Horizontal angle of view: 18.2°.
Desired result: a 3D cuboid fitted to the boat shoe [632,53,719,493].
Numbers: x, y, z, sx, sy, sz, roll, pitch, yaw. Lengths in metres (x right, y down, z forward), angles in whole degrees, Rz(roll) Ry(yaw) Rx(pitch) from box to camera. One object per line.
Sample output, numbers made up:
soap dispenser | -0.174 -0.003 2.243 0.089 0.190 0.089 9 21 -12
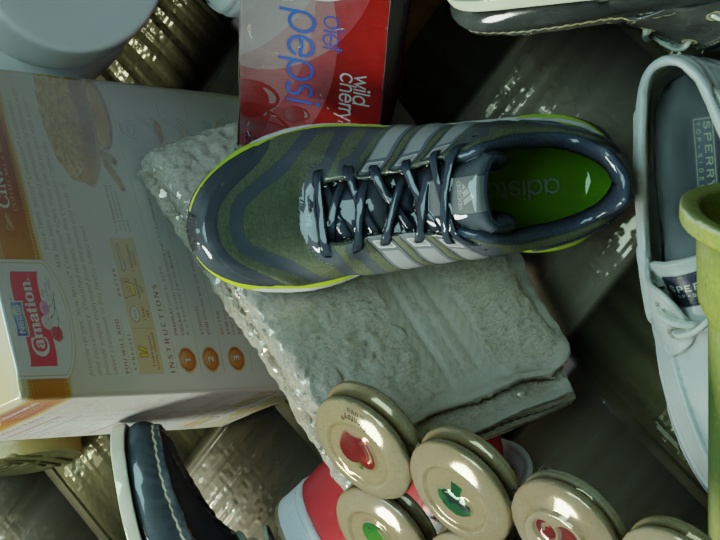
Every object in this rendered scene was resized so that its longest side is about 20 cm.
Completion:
boat shoe | 0.147 0.006 0.966 0.073 0.065 0.201 -16 78 28

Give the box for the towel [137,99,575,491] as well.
towel | 0.000 0.000 1.016 0.200 0.132 0.035 54 148 26

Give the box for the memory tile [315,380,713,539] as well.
memory tile | 0.067 0.132 0.895 0.199 0.017 0.154 21 137 35

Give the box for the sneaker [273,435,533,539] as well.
sneaker | 0.049 0.148 1.012 0.113 0.071 0.200 -47 63 23

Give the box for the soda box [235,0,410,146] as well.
soda box | -0.013 -0.131 0.963 0.070 0.201 0.064 11 55 5

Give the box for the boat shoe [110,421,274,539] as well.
boat shoe | -0.059 0.156 1.047 0.061 0.075 0.201 -19 101 11

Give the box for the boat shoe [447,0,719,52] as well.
boat shoe | 0.134 -0.118 0.952 0.198 0.072 0.068 -7 127 7

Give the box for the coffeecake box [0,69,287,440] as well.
coffeecake box | -0.125 -0.006 1.046 0.073 0.199 0.155 -24 75 35

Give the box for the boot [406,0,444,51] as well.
boot | 0.040 -0.150 1.047 0.201 0.071 0.145 32 109 32

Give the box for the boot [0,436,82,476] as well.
boot | -0.227 0.010 1.190 0.174 0.066 0.202 -8 81 30

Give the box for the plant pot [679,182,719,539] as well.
plant pot | 0.208 0.075 0.868 0.199 0.200 0.186 15 105 30

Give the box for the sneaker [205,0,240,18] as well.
sneaker | -0.106 -0.214 1.069 0.079 0.129 0.200 -37 53 52

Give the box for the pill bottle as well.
pill bottle | -0.177 -0.130 1.094 0.200 0.113 0.115 -18 76 60

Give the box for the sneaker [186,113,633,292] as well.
sneaker | 0.025 -0.034 0.954 0.199 0.081 0.074 -11 92 -11
